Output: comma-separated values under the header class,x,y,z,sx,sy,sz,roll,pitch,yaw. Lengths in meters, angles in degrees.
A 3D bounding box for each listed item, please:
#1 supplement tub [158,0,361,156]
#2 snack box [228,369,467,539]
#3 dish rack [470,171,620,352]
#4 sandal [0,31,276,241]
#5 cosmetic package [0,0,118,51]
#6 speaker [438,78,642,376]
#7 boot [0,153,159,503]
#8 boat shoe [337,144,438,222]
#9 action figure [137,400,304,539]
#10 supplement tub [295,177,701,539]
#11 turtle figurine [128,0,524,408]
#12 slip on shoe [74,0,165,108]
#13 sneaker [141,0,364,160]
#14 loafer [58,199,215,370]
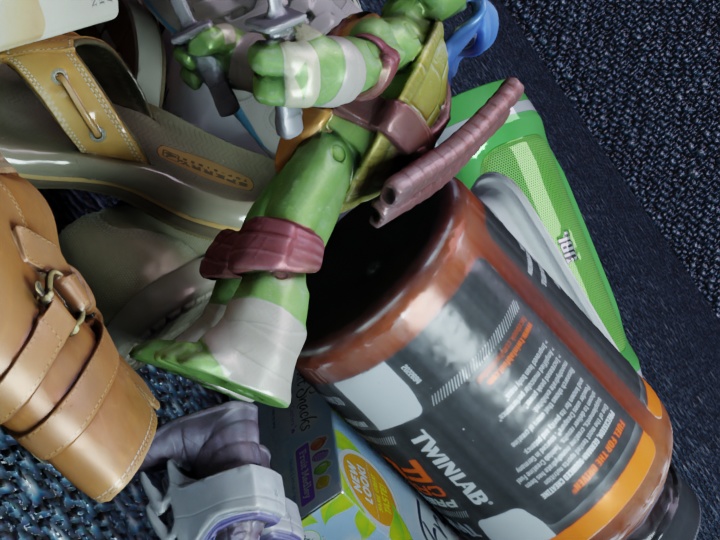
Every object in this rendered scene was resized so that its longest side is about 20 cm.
class,x,y,z,sx,sy,sz,roll,pitch,yaw
supplement tub,-0.057,-0.125,1.007,0.122,0.122,0.201,43,17,-35
snack box,0.025,0.129,0.862,0.200,0.067,0.169,45,17,-26
dish rack,0.066,0.064,0.994,0.173,0.043,0.200,60,-28,18
sandal,-0.111,-0.067,0.773,0.198,0.054,0.081,18,32,-15
cosmetic package,-0.169,-0.121,0.644,0.200,0.070,0.106,-37,123,-61
speaker,0.091,-0.001,1.045,0.202,0.088,0.088,68,16,4
boot,-0.132,0.018,0.616,0.155,0.073,0.200,55,16,-11
boat shoe,0.000,0.000,0.945,0.091,0.070,0.202,32,-42,51
action figure,-0.027,0.151,0.659,0.130,0.069,0.201,45,19,-57
supplement tub,0.063,0.060,0.798,0.200,0.107,0.107,46,16,-23
turtle figurine,-0.048,-0.059,0.694,0.143,0.196,0.199,13,-11,43
slip on shoe,-0.122,-0.098,0.911,0.060,0.076,0.200,39,13,-35
sneaker,-0.048,-0.111,0.819,0.200,0.077,0.081,41,-5,35
loafer,-0.078,-0.015,0.844,0.068,0.076,0.200,50,17,1
